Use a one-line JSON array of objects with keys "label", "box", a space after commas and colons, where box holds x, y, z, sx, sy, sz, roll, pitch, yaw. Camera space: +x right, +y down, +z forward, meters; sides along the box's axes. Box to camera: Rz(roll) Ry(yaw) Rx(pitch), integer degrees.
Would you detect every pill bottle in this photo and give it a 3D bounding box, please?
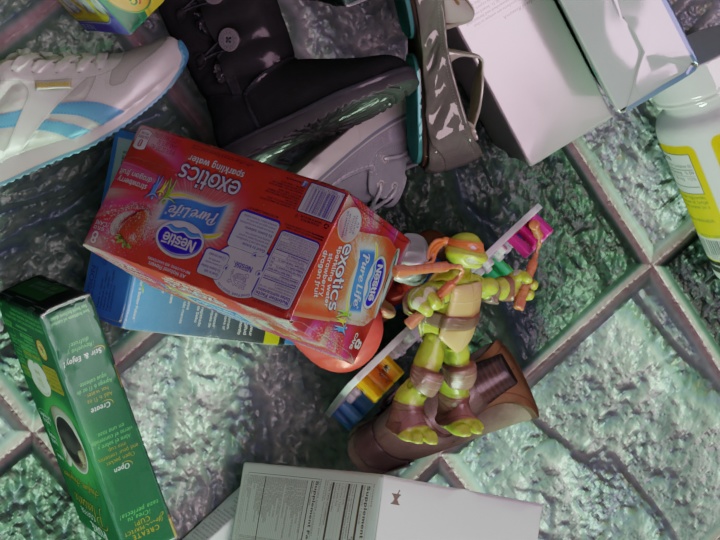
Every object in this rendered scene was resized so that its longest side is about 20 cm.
[{"label": "pill bottle", "box": [0.318, -0.099, 1.752, 0.114, 0.114, 0.200, -31, 109, -16]}]

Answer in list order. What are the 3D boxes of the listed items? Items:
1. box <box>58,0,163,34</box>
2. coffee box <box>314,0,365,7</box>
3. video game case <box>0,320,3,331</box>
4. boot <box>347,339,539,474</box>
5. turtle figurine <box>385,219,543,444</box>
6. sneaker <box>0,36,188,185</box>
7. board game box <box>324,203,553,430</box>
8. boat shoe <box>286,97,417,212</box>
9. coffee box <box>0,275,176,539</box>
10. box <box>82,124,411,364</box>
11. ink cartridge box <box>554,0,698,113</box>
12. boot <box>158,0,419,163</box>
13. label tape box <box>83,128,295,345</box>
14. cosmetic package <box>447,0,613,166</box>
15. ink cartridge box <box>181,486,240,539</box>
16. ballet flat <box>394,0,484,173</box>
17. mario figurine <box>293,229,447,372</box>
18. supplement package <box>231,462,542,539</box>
[{"label": "box", "box": [-0.235, -0.255, 1.488, 0.048, 0.117, 0.200, -46, 112, -11]}, {"label": "coffee box", "box": [-0.050, -0.300, 1.560, 0.044, 0.123, 0.200, -26, 109, -14]}, {"label": "video game case", "box": [-0.371, -0.007, 1.468, 0.182, 0.022, 0.200, -31, 98, -37]}, {"label": "boot", "box": [0.063, 0.118, 1.674, 0.146, 0.200, 0.070, -30, 75, 6]}, {"label": "turtle figurine", "box": [0.058, 0.039, 1.472, 0.200, 0.064, 0.161, -13, 117, -58]}, {"label": "sneaker", "box": [-0.221, -0.128, 1.512, 0.200, 0.077, 0.081, -25, 105, 3]}, {"label": "board game box", "box": [0.060, 0.041, 1.620, 0.200, 0.200, 0.026, -43, 86, -12]}, {"label": "boat shoe", "box": [0.010, -0.082, 1.602, 0.072, 0.070, 0.201, 57, 41, -3]}, {"label": "coffee box", "box": [-0.205, 0.107, 1.548, 0.044, 0.123, 0.200, -24, 105, -21]}, {"label": "box", "box": [-0.080, -0.019, 1.443, 0.095, 0.200, 0.100, 37, 75, -53]}, {"label": "ink cartridge box", "box": [0.189, -0.223, 1.644, 0.076, 0.200, 0.136, -29, 109, 4]}, {"label": "boot", "box": [-0.065, -0.193, 1.531, 0.165, 0.066, 0.200, -23, 80, 13]}, {"label": "label tape box", "box": [-0.107, -0.021, 1.602, 0.200, 0.063, 0.144, 9, 95, -42]}, {"label": "cosmetic package", "box": [0.108, -0.193, 1.646, 0.085, 0.108, 0.200, -33, 110, -5]}, {"label": "ink cartridge box", "box": [-0.102, 0.308, 1.676, 0.200, 0.043, 0.196, -43, 112, -13]}, {"label": "ballet flat", "box": [0.059, -0.174, 1.563, 0.064, 0.067, 0.200, -10, 107, -8]}, {"label": "mario figurine", "box": [0.000, 0.000, 1.550, 0.106, 0.200, 0.123, 36, 111, 11]}, {"label": "supplement package", "box": [0.011, 0.235, 1.585, 0.152, 0.200, 0.151, 14, 80, -32]}]
